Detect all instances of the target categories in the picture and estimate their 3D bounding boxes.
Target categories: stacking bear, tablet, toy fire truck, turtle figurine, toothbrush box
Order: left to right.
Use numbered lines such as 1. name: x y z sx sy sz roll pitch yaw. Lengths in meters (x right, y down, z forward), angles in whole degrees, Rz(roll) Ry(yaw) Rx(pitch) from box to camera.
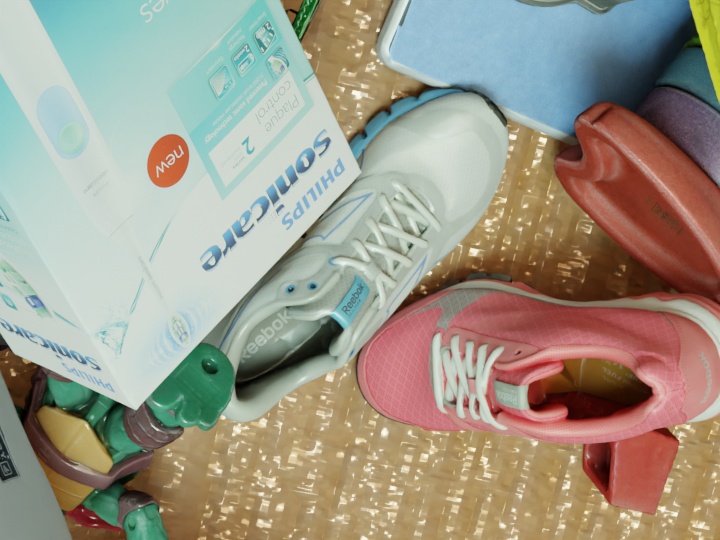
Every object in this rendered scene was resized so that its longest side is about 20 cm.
1. turtle figurine: -0.136 0.084 1.039 0.149 0.101 0.200 26 133 -10
2. toothbrush box: -0.105 -0.072 0.884 0.146 0.085 0.201 -46 133 -25
3. tablet: 0.118 -0.124 1.091 0.199 0.014 0.131 21 100 -18
4. toy fire truck: 0.200 0.027 1.133 0.140 0.049 0.202 11 104 -15
5. stacking bear: 0.202 -0.087 1.058 0.114 0.121 0.200 45 80 6

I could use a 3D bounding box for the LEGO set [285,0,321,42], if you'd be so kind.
1. LEGO set: -0.102 -0.117 1.015 0.153 0.116 0.202 9 104 -41

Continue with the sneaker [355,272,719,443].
1. sneaker: 0.074 0.043 1.051 0.199 0.087 0.074 -3 99 32

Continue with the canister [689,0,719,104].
1. canister: 0.245 -0.145 0.982 0.198 0.086 0.150 -15 88 -21

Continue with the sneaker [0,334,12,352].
1. sneaker: -0.164 0.014 1.032 0.198 0.088 0.075 -7 107 -10

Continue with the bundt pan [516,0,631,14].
1. bundt pan: 0.116 -0.213 1.022 0.200 0.076 0.204 -3 102 -15

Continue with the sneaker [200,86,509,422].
1. sneaker: 0.000 0.000 1.064 0.075 0.087 0.200 43 93 -19

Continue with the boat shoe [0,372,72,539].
1. boat shoe: -0.172 0.103 0.949 0.065 0.072 0.201 -24 87 23
